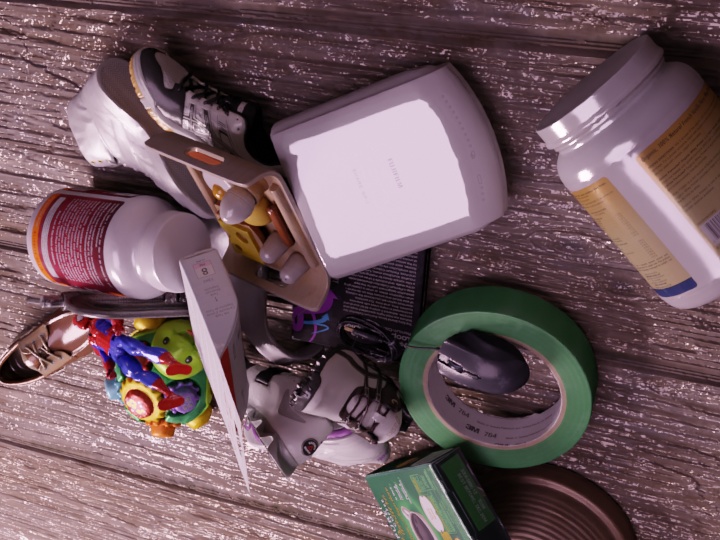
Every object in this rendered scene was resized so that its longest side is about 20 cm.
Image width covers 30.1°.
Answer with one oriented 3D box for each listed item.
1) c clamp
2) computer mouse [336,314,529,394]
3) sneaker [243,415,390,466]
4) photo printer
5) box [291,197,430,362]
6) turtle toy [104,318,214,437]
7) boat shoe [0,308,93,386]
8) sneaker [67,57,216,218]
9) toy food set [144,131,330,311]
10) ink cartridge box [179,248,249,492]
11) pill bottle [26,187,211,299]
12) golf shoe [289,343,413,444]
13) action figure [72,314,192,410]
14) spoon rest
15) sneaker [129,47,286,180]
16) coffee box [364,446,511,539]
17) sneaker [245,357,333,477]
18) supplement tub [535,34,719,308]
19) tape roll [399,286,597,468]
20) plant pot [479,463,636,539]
[{"bbox_3d":[-0.260,0.034,1.506,0.171,0.199,0.027,-168,79,-65],"label":"c clamp"},{"bbox_3d":[0.069,0.084,1.328,0.199,0.034,0.059,11,127,13],"label":"computer mouse"},{"bbox_3d":[-0.053,0.194,1.542,0.199,0.075,0.100,1,145,42],"label":"sneaker"},{"bbox_3d":[0.034,-0.096,1.273,0.199,0.069,0.167,-18,102,21],"label":"photo printer"},{"bbox_3d":[0.000,0.000,1.398,0.142,0.036,0.201,13,125,12],"label":"box"},{"bbox_3d":[-0.228,0.119,1.575,0.146,0.101,0.200,39,132,1],"label":"turtle toy"},{"bbox_3d":[-0.387,0.098,1.674,0.200,0.072,0.076,-32,101,40],"label":"boat shoe"},{"bbox_3d":[-0.229,-0.127,1.443,0.200,0.074,0.115,51,142,-9],"label":"sneaker"},{"bbox_3d":[-0.123,-0.046,1.332,0.143,0.060,0.200,22,152,35],"label":"toy food set"},{"bbox_3d":[-0.131,0.102,1.383,0.163,0.057,0.200,90,155,-54],"label":"ink cartridge box"},{"bbox_3d":[-0.263,-0.029,1.469,0.199,0.113,0.113,8,125,39],"label":"pill bottle"},{"bbox_3d":[0.000,0.130,1.367,0.094,0.200,0.078,39,101,20],"label":"golf shoe"},{"bbox_3d":[-0.266,0.090,1.506,0.200,0.052,0.066,28,114,45],"label":"action figure"},{"bbox_3d":[-0.119,0.026,1.478,0.099,0.061,0.200,-23,108,38],"label":"spoon rest"},{"bbox_3d":[-0.145,-0.161,1.368,0.088,0.076,0.200,-31,111,34],"label":"sneaker"},{"bbox_3d":[0.081,0.260,1.462,0.123,0.044,0.200,61,156,2],"label":"coffee box"},{"bbox_3d":[-0.089,0.142,1.493,0.200,0.088,0.074,49,173,48],"label":"sneaker"},{"bbox_3d":[0.257,-0.083,1.131,0.200,0.144,0.144,48,131,-7],"label":"supplement tub"},{"bbox_3d":[0.141,0.112,1.373,0.199,0.048,0.201,9,126,13],"label":"tape roll"},{"bbox_3d":[0.195,0.316,1.469,0.200,0.093,0.202,14,126,21],"label":"plant pot"}]
